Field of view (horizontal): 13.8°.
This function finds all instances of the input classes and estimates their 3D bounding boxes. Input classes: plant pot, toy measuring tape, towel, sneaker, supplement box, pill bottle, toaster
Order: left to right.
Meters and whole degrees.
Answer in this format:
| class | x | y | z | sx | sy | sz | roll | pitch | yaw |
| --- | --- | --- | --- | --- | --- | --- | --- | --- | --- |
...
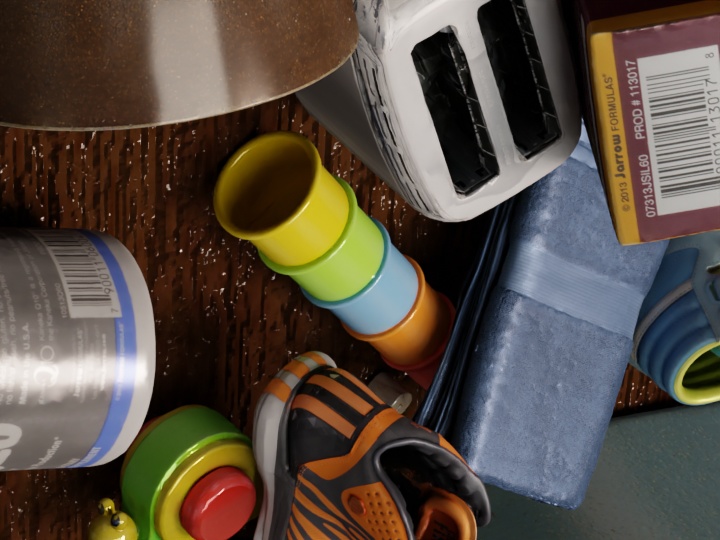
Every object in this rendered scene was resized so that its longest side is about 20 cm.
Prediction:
| class | x | y | z | sx | sy | sz | roll | pitch | yaw |
| --- | --- | --- | --- | --- | --- | --- | --- | --- | --- |
| pill bottle | -0.204 | 0.036 | 1.340 | 0.200 | 0.114 | 0.114 | 0 | 122 | -34 |
| plant pot | -0.101 | -0.183 | 1.219 | 0.187 | 0.187 | 0.200 | -16 | 115 | -25 |
| toy measuring tape | -0.057 | 0.088 | 1.521 | 0.200 | 0.074 | 0.074 | -29 | 135 | -26 |
| sneaker | 0.007 | 0.136 | 1.489 | 0.078 | 0.112 | 0.200 | -44 | 148 | -25 |
| toaster | 0.026 | -0.112 | 1.377 | 0.114 | 0.129 | 0.200 | -30 | 135 | -12 |
| towel | 0.099 | 0.019 | 1.539 | 0.112 | 0.049 | 0.200 | 23 | 81 | -39 |
| plant pot | 0.135 | 0.206 | 1.659 | 0.200 | 0.196 | 0.197 | -1 | 123 | -25 |
| supplement box | 0.141 | -0.110 | 1.376 | 0.085 | 0.200 | 0.111 | -9 | 120 | 2 |
| sneaker | 0.213 | -0.013 | 1.581 | 0.079 | 0.131 | 0.200 | 24 | 106 | -42 |

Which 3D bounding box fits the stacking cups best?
| class | x | y | z | sx | sy | sz | roll | pitch | yaw |
| --- | --- | --- | --- | --- | --- | --- | --- | --- | --- |
| stacking cups | 0.000 | 0.000 | 1.504 | 0.061 | 0.061 | 0.200 | -45 | 141 | 2 |
